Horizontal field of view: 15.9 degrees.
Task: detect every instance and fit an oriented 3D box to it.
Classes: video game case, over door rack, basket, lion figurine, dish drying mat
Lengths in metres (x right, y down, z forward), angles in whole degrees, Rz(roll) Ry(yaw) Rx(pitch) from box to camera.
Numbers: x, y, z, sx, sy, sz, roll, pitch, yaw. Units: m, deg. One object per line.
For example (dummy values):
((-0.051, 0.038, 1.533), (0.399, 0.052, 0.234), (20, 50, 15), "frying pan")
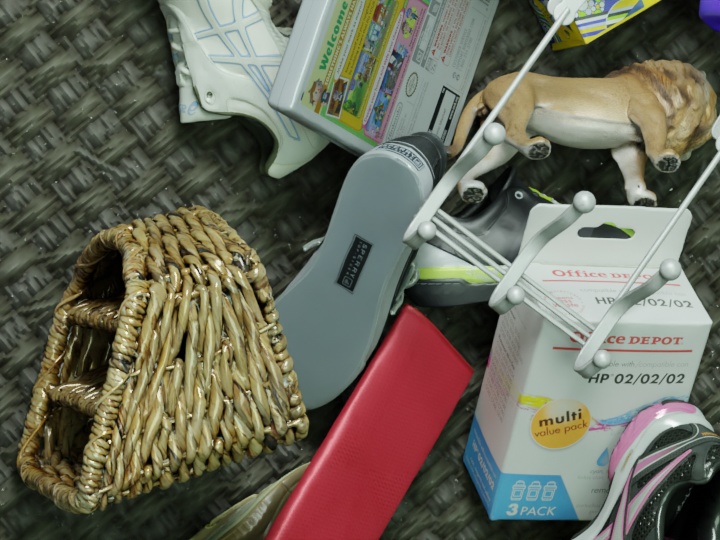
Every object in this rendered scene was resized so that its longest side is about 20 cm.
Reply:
((0.027, -0.167, 1.595), (0.182, 0.022, 0.201), (26, 81, -57), "video game case")
((0.135, -0.059, 1.539), (0.148, 0.067, 0.200), (37, 73, -13), "over door rack")
((-0.137, 0.047, 1.518), (0.149, 0.200, 0.143), (-18, 99, -15), "basket")
((0.138, -0.097, 1.654), (0.199, 0.123, 0.073), (9, 133, -12), "lion figurine")
((0.001, 0.122, 1.607), (0.077, 0.018, 0.200), (49, 63, -37), "dish drying mat")

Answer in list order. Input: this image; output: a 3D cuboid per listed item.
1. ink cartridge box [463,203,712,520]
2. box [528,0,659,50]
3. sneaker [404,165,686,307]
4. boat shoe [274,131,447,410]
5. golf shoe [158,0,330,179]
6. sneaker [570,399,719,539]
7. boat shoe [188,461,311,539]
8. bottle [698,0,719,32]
((0.146, 0.060, 1.628), (0.115, 0.068, 0.201), (1, 123, -17), "ink cartridge box")
((0.202, -0.221, 1.682), (0.200, 0.064, 0.070), (-31, 101, -14), "box")
((0.116, -0.028, 1.661), (0.199, 0.072, 0.083), (-8, 92, -17), "sneaker")
((-0.002, -0.002, 1.608), (0.073, 0.068, 0.200), (29, 120, 14), "boat shoe")
((-0.091, -0.139, 1.593), (0.200, 0.078, 0.097), (41, 87, -13), "golf shoe")
((0.174, 0.183, 1.596), (0.080, 0.086, 0.201), (11, 103, -26), "sneaker")
((-0.064, 0.172, 1.616), (0.200, 0.066, 0.074), (-29, 102, -34), "boat shoe")
((0.281, -0.239, 1.628), (0.065, 0.083, 0.201), (24, 87, -27), "bottle")
